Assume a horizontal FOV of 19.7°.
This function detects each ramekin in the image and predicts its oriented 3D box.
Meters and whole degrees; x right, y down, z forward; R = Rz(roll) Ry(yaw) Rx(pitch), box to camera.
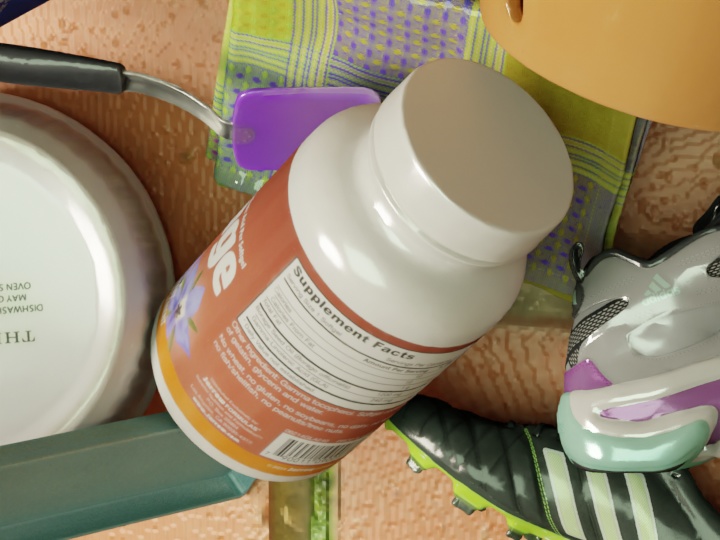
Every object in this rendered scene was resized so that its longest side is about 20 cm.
[{"bbox_3d":[-0.184,0.014,0.953,0.201,0.094,0.204,0,88,-5],"label":"ramekin"}]

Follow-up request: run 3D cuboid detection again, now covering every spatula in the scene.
[{"bbox_3d":[-0.091,-0.076,0.912,0.199,0.021,0.057,13,143,6],"label":"spatula"}]

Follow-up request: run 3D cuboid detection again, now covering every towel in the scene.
[{"bbox_3d":[0.029,-0.063,0.917,0.199,0.023,0.144,20,135,7],"label":"towel"}]

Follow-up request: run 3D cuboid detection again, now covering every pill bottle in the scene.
[{"bbox_3d":[0.000,0.000,0.892,0.112,0.112,0.200,47,133,1],"label":"pill bottle"}]

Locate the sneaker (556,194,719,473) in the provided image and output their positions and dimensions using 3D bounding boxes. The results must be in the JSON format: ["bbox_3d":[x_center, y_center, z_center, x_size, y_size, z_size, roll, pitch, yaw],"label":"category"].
[{"bbox_3d":[0.185,0.017,0.897,0.199,0.078,0.141,0,86,-7],"label":"sneaker"}]

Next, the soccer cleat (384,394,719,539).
[{"bbox_3d":[0.107,0.096,0.951,0.199,0.068,0.081,28,91,6],"label":"soccer cleat"}]

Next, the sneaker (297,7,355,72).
[{"bbox_3d":[-0.053,-0.173,0.924,0.083,0.081,0.201,-31,93,25],"label":"sneaker"}]

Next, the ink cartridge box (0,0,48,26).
[{"bbox_3d":[-0.125,-0.168,0.887,0.044,0.094,0.200,53,140,-1],"label":"ink cartridge box"}]

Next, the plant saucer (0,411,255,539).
[{"bbox_3d":[-0.113,0.092,0.939,0.019,0.199,0.070,50,125,25],"label":"plant saucer"}]

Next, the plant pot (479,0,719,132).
[{"bbox_3d":[0.130,-0.148,0.824,0.199,0.200,0.141,22,118,10],"label":"plant pot"}]
